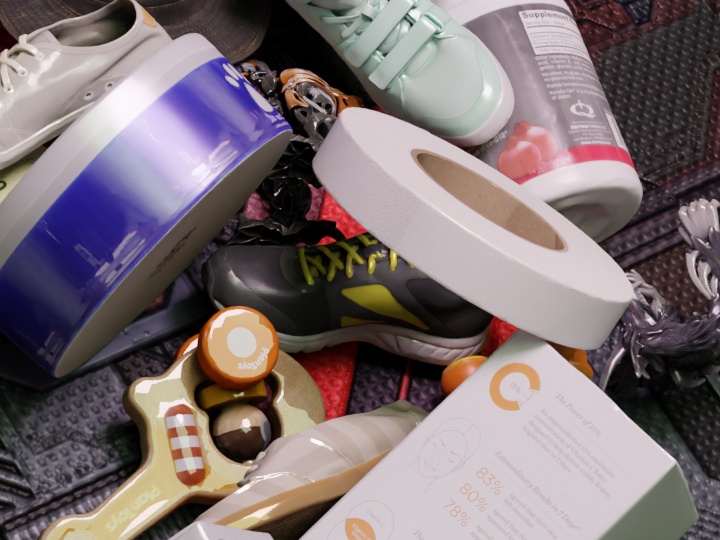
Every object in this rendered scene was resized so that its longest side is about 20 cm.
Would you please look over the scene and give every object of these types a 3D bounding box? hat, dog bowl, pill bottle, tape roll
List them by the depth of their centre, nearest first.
[{"bbox_3d":[-0.132,-0.036,1.449,0.079,0.200,0.200,43,54,3],"label":"dog bowl"},{"bbox_3d":[0.065,-0.026,1.477,0.202,0.037,0.203,30,15,-9],"label":"tape roll"},{"bbox_3d":[-0.141,-0.207,1.594,0.200,0.081,0.201,9,43,-8],"label":"hat"},{"bbox_3d":[0.098,-0.113,1.652,0.110,0.111,0.200,-7,64,-27],"label":"pill bottle"}]

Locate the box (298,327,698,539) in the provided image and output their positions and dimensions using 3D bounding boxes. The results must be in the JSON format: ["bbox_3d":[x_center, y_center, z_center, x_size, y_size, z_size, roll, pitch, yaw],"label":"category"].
[{"bbox_3d":[0.071,0.152,1.421,0.200,0.098,0.124,-43,61,-7],"label":"box"}]

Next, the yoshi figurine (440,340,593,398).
[{"bbox_3d":[0.110,0.134,1.517,0.112,0.112,0.201,-8,66,-19],"label":"yoshi figurine"}]

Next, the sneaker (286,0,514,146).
[{"bbox_3d":[0.002,-0.153,1.579,0.200,0.074,0.118,43,7,26],"label":"sneaker"}]

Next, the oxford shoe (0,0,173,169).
[{"bbox_3d":[-0.200,-0.103,1.490,0.200,0.058,0.075,-28,34,-15],"label":"oxford shoe"}]

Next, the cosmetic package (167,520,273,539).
[{"bbox_3d":[-0.073,0.256,1.284,0.166,0.167,0.200,-36,77,4],"label":"cosmetic package"}]

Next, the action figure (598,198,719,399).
[{"bbox_3d":[0.212,0.020,1.622,0.200,0.119,0.102,-15,70,-42],"label":"action figure"}]

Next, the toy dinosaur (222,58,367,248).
[{"bbox_3d":[-0.045,-0.088,1.591,0.199,0.102,0.136,-7,45,-3],"label":"toy dinosaur"}]

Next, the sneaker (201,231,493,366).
[{"bbox_3d":[0.000,0.000,1.546,0.199,0.085,0.075,6,43,-29],"label":"sneaker"}]

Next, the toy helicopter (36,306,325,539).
[{"bbox_3d":[-0.099,0.124,1.462,0.200,0.079,0.132,-39,90,-25],"label":"toy helicopter"}]

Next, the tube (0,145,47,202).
[{"bbox_3d":[-0.257,-0.031,1.487,0.200,0.052,0.058,-34,96,-37],"label":"tube"}]

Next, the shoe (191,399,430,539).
[{"bbox_3d":[-0.026,0.121,1.443,0.200,0.070,0.053,-19,57,-39],"label":"shoe"}]
